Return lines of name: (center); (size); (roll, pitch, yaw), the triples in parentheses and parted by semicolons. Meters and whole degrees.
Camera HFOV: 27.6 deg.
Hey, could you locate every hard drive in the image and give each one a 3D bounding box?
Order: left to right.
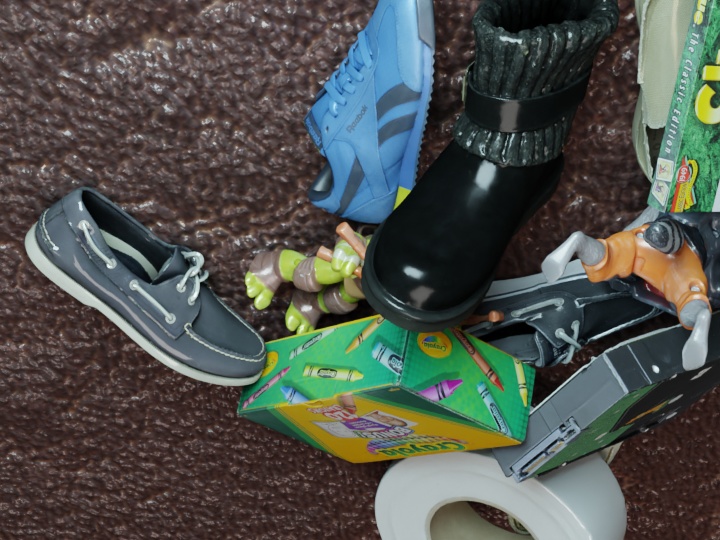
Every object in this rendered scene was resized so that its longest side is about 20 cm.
hard drive: (0.202, 0.086, 1.062); (0.198, 0.038, 0.140); (-15, 156, -41)

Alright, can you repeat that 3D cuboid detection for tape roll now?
tape roll: (0.112, 0.202, 1.198); (0.200, 0.071, 0.204); (16, 132, 19)

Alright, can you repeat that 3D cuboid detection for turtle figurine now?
turtle figurine: (0.000, 0.000, 1.023); (0.160, 0.065, 0.199); (-9, 159, 34)

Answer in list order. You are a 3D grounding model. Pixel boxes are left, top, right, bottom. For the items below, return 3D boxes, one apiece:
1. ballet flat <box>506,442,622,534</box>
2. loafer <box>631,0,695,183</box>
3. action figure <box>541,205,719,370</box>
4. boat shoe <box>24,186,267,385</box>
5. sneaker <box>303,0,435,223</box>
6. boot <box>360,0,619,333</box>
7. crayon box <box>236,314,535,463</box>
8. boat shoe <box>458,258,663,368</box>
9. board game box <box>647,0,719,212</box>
ballet flat: (0.181, 0.151, 1.216); (0.067, 0.063, 0.201); (15, 133, -21)
loafer: (0.211, -0.125, 0.926); (0.074, 0.069, 0.202); (-6, 136, 3)
action figure: (0.238, -0.004, 0.982); (0.198, 0.193, 0.106); (20, 118, 25)
boat shoe: (-0.139, 0.012, 1.038); (0.199, 0.073, 0.063); (34, 118, -20)
sneaker: (0.004, -0.108, 0.934); (0.077, 0.067, 0.202); (6, 136, -4)
boot: (0.077, -0.077, 0.892); (0.079, 0.212, 0.159); (28, 141, 12)
crayon box: (0.015, 0.087, 1.059); (0.118, 0.059, 0.199); (26, 155, -31)
boat shoe: (0.140, 0.040, 1.093); (0.197, 0.068, 0.072); (-7, 136, 4)
board game box: (0.241, -0.131, 0.885); (0.103, 0.023, 0.203); (-2, 115, -22)
